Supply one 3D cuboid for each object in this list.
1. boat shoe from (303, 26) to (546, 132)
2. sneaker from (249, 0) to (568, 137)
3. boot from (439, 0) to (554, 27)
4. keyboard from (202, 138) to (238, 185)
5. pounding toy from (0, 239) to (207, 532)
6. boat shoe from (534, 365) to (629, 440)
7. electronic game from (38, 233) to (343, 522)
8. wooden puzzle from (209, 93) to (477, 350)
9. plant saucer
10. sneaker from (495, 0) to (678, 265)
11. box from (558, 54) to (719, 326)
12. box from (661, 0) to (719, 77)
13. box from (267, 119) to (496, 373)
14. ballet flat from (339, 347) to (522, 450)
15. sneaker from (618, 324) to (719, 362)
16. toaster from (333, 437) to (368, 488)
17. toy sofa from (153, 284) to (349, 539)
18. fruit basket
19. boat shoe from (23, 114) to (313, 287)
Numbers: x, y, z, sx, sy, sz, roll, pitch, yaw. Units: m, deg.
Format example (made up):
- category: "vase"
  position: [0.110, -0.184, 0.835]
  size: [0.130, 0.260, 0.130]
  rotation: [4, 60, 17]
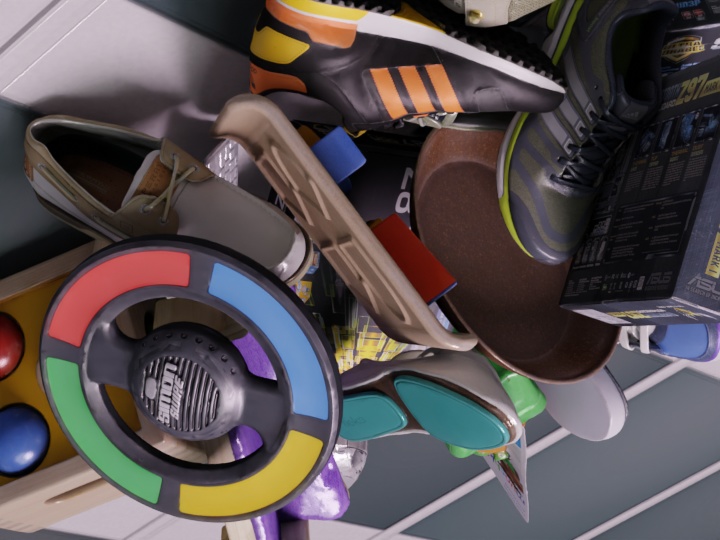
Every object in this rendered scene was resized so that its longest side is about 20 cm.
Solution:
- category: "boat shoe"
  position: [0.048, -0.125, 1.118]
  size: [0.200, 0.062, 0.072]
  rotation: [-3, 148, -23]
- category: "sneaker"
  position: [0.027, -0.120, 1.058]
  size: [0.200, 0.070, 0.090]
  rotation: [15, 117, -17]
- category: "boot"
  position: [0.051, -0.202, 0.983]
  size: [0.200, 0.072, 0.155]
  rotation: [-13, 152, -12]
- category: "keyboard"
  position: [-0.099, 0.001, 1.191]
  size: [0.011, 0.056, 0.200]
  rotation: [9, 121, 10]
- category: "pounding toy"
  position: [-0.202, 0.060, 1.212]
  size: [0.200, 0.184, 0.142]
  rotation: [-22, 162, 10]
- category: "boat shoe"
  position: [0.159, 0.064, 1.380]
  size: [0.057, 0.200, 0.069]
  rotation: [-12, 126, -28]
- category: "electronic game"
  position: [-0.107, 0.070, 1.068]
  size: [0.200, 0.042, 0.200]
  rotation: [8, 117, 15]
- category: "wooden puzzle"
  position: [-0.007, -0.033, 1.061]
  size: [0.046, 0.200, 0.185]
  rotation: [-42, -175, -7]
- category: "plant saucer"
  position: [0.100, -0.012, 1.167]
  size: [0.200, 0.201, 0.037]
  rotation: [12, 151, -40]
- category: "sneaker"
  position: [0.145, -0.097, 1.096]
  size: [0.074, 0.081, 0.200]
  rotation: [5, 104, -29]
- category: "box"
  position: [0.198, -0.046, 1.068]
  size: [0.051, 0.158, 0.200]
  rotation: [18, 173, -12]
- category: "box"
  position: [0.271, -0.147, 1.209]
  size: [0.200, 0.046, 0.159]
  rotation: [-10, 150, -10]
- category: "box"
  position: [0.000, 0.000, 1.225]
  size: [0.161, 0.049, 0.200]
  rotation: [5, 111, -34]
- category: "ballet flat"
  position: [0.045, 0.075, 1.116]
  size: [0.069, 0.070, 0.200]
  rotation: [5, 173, -33]
- category: "sneaker"
  position: [0.169, 0.030, 1.301]
  size: [0.146, 0.200, 0.081]
  rotation: [-20, 126, -30]
- category: "toaster"
  position: [-0.057, 0.113, 1.367]
  size: [0.114, 0.129, 0.200]
  rotation: [6, 159, -15]
- category: "toy sofa"
  position: [-0.070, 0.109, 1.160]
  size: [0.097, 0.083, 0.200]
  rotation: [-12, 111, 1]
- category: "fruit basket"
  position: [0.078, 0.102, 1.399]
  size: [0.094, 0.185, 0.200]
  rotation: [-27, 152, -14]
- category: "boat shoe"
  position: [-0.127, -0.041, 1.076]
  size: [0.200, 0.075, 0.068]
  rotation: [18, 157, 17]
